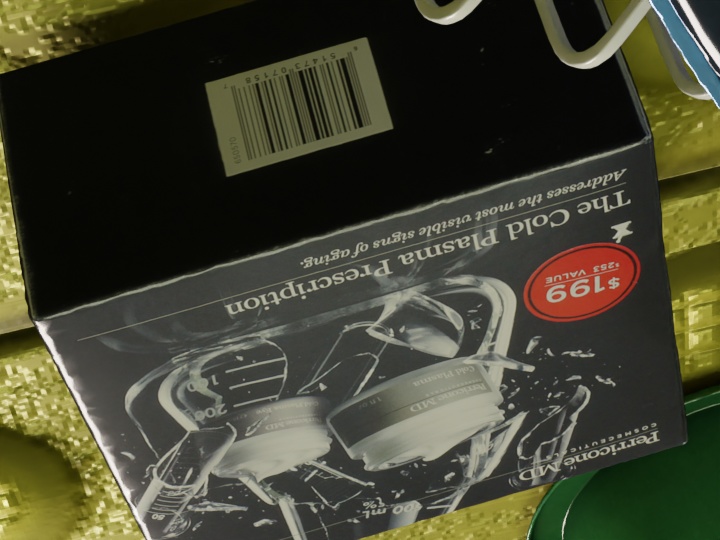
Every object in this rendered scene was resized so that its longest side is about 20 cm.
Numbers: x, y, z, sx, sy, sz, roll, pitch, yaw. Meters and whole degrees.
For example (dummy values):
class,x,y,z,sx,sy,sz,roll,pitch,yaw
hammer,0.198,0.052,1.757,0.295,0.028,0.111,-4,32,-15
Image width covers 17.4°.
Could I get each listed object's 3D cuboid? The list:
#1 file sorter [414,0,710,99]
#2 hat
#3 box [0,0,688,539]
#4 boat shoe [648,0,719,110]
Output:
class,x,y,z,sx,sy,sz,roll,pitch,yaw
file sorter,0.042,-0.146,0.651,0.199,0.125,0.139,14,132,-30
hat,0.163,0.170,0.992,0.200,0.177,0.165,-35,135,21
box,0.000,0.000,0.804,0.199,0.105,0.182,-16,144,1
boat shoe,0.113,-0.077,0.588,0.068,0.085,0.200,-21,144,25
